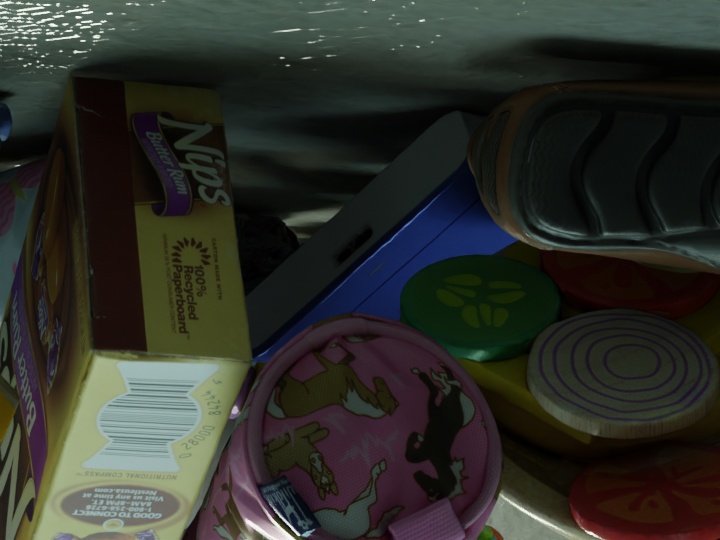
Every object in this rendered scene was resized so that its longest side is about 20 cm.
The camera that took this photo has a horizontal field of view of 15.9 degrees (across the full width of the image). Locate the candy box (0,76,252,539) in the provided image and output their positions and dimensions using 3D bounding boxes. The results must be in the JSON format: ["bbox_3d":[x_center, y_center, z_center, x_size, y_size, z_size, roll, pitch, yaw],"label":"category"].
[{"bbox_3d":[-0.091,0.044,0.883,0.056,0.117,0.200,4,139,-16],"label":"candy box"}]

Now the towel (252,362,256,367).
[{"bbox_3d":[-0.085,0.091,1.183,0.200,0.022,0.147,0,132,17],"label":"towel"}]

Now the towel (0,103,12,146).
[{"bbox_3d":[-0.220,-0.047,0.947,0.147,0.024,0.200,5,173,-22],"label":"towel"}]

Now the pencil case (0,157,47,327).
[{"bbox_3d":[-0.146,0.004,1.041,0.200,0.091,0.083,-12,131,46],"label":"pencil case"}]

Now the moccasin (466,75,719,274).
[{"bbox_3d":[0.133,-0.024,0.797,0.201,0.074,0.078,0,-171,-9],"label":"moccasin"}]

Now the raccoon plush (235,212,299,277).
[{"bbox_3d":[-0.109,0.039,1.195,0.200,0.134,0.097,5,175,-28],"label":"raccoon plush"}]

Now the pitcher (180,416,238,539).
[{"bbox_3d":[-0.106,0.103,1.061,0.200,0.121,0.172,-4,180,11],"label":"pitcher"}]

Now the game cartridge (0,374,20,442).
[{"bbox_3d":[-0.227,-0.008,0.798,0.176,0.032,0.200,-2,142,35],"label":"game cartridge"}]

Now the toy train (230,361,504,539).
[{"bbox_3d":[0.026,0.068,1.015,0.150,0.056,0.200,12,-155,-34],"label":"toy train"}]

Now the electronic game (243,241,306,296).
[{"bbox_3d":[0.000,0.000,1.083,0.200,0.042,0.200,-13,-179,0],"label":"electronic game"}]

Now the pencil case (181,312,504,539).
[{"bbox_3d":[-0.017,0.092,0.848,0.083,0.087,0.200,26,150,-1],"label":"pencil case"}]

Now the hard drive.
[{"bbox_3d":[0.067,-0.001,0.977,0.200,0.025,0.132,8,140,-44],"label":"hard drive"}]

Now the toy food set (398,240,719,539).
[{"bbox_3d":[0.118,0.030,0.845,0.200,0.049,0.198,28,-136,33],"label":"toy food set"}]
